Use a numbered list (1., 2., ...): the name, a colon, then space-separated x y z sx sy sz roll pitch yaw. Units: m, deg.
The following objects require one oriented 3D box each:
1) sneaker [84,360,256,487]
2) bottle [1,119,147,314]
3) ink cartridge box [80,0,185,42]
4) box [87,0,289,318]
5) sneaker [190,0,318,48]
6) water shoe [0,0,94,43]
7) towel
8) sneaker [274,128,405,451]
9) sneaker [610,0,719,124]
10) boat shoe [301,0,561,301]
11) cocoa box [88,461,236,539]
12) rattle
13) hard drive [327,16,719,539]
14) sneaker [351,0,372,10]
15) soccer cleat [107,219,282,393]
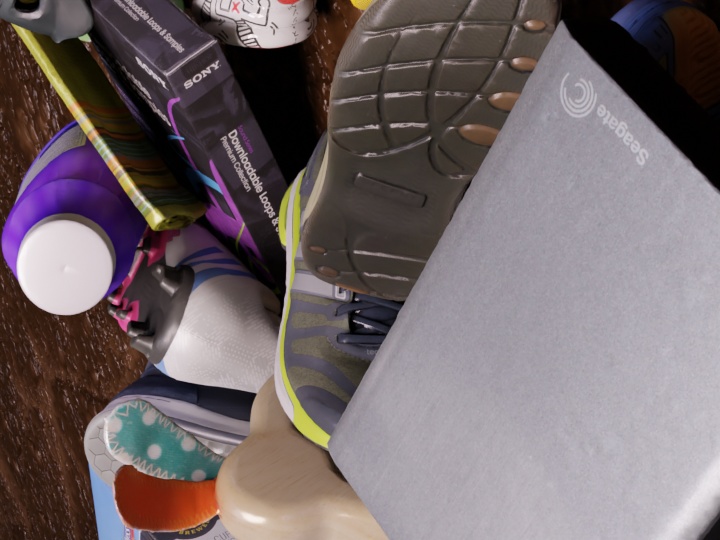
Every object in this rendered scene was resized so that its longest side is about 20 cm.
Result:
1. sneaker: -0.033 0.086 0.994 0.200 0.146 0.078 20 118 8
2. bottle: -0.149 -0.027 0.949 0.065 0.084 0.200 37 -172 -14
3. ink cartridge box: -0.172 -0.242 1.037 0.117 0.067 0.202 22 128 59
4. box: -0.085 -0.069 0.952 0.143 0.036 0.201 43 163 45
5. sneaker: -0.086 -0.175 0.914 0.201 0.067 0.109 32 133 49
6. water shoe: -0.103 -0.196 0.786 0.201 0.078 0.072 -57 18 10
7. towel: -0.147 -0.106 0.914 0.201 0.018 0.086 55 -175 1
8. sneaker: 0.000 0.000 0.807 0.201 0.073 0.081 -101 21 -44
9. sneaker: 0.079 -0.028 0.678 0.088 0.075 0.201 51 148 35
10. boat shoe: 0.024 -0.070 0.699 0.201 0.075 0.074 119 169 -52
11. cocoa box: -0.072 0.198 1.076 0.131 0.132 0.202 43 144 45
12. rattle: -0.025 0.116 0.844 0.131 0.198 0.143 57 152 26
13. hard drive: 0.072 0.039 0.594 0.140 0.033 0.201 52 131 30
14. sneaker: -0.005 -0.178 0.654 0.201 0.082 0.078 64 179 -35
15. soccer cleat: -0.083 0.021 0.956 0.070 0.086 0.200 -62 16 8
